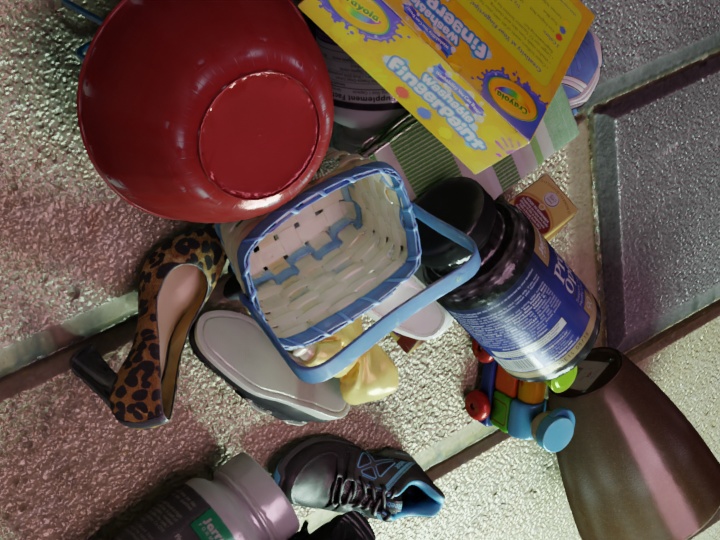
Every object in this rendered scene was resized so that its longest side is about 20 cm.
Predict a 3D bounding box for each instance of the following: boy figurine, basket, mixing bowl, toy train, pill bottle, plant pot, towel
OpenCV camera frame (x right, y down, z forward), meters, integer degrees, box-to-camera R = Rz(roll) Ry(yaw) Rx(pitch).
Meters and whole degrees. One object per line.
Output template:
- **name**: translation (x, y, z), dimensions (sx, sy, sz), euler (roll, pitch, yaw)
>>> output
- **boy figurine**: translation (-0.039, 0.051, 1.300), dimensions (0.064, 0.124, 0.200), euler (-31, 123, 22)
- **basket**: translation (-0.023, -0.006, 1.129), dimensions (0.176, 0.200, 0.139), euler (-34, 136, -16)
- **mixing bowl**: translation (-0.094, -0.114, 1.009), dimensions (0.200, 0.108, 0.201), euler (-13, 118, -27)
- **toy train**: translation (0.186, 0.089, 1.486), dimensions (0.085, 0.116, 0.200), euler (-10, 115, -35)
- **pill bottle**: translation (0.017, -0.193, 1.234), dimensions (0.111, 0.111, 0.200), euler (-20, 121, -30)
- **pill bottle**: translation (0.127, 0.008, 1.256), dimensions (0.112, 0.112, 0.200), euler (-51, 128, -8)
- **pill bottle**: translation (-0.163, 0.268, 1.297), dimensions (0.200, 0.113, 0.113), euler (-37, 128, -20)
- **plant pot**: translation (0.298, 0.195, 1.597), dimensions (0.187, 0.187, 0.200), euler (-38, 113, -19)
- **towel**: translation (0.099, -0.117, 1.245), dimensions (0.200, 0.023, 0.153), euler (-38, 136, -6)

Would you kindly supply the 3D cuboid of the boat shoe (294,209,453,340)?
- **boat shoe**: translation (0.000, 0.000, 1.268), dimensions (0.200, 0.069, 0.071), euler (37, 100, -4)

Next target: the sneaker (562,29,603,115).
- **sneaker**: translation (0.152, -0.171, 1.304), dimensions (0.200, 0.076, 0.077), euler (-41, 133, -16)

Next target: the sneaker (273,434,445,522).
- **sneaker**: translation (0.001, 0.218, 1.423), dimensions (0.200, 0.082, 0.073), euler (6, 107, -38)

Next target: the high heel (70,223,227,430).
- **high heel**: translation (-0.149, 0.047, 1.189), dimensions (0.200, 0.142, 0.071), euler (-48, 131, -10)

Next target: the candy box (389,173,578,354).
- **candy box**: translation (0.117, -0.006, 1.390), dimensions (0.200, 0.056, 0.117), euler (-38, 173, -19)

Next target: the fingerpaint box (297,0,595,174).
- **fingerpaint box**: translation (0.073, -0.207, 1.104), dimensions (0.200, 0.073, 0.167), euler (41, 53, -16)

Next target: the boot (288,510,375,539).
- **boot**: translation (-0.081, 0.315, 1.321), dimensions (0.073, 0.162, 0.198), euler (53, 35, -10)

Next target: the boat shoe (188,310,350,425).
- **boat shoe**: translation (-0.095, 0.097, 1.309), dimensions (0.200, 0.060, 0.074), euler (27, 53, -42)

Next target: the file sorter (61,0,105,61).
- **file sorter**: translation (-0.153, -0.179, 1.093), dimensions (0.123, 0.139, 0.200), euler (-25, 123, -24)
